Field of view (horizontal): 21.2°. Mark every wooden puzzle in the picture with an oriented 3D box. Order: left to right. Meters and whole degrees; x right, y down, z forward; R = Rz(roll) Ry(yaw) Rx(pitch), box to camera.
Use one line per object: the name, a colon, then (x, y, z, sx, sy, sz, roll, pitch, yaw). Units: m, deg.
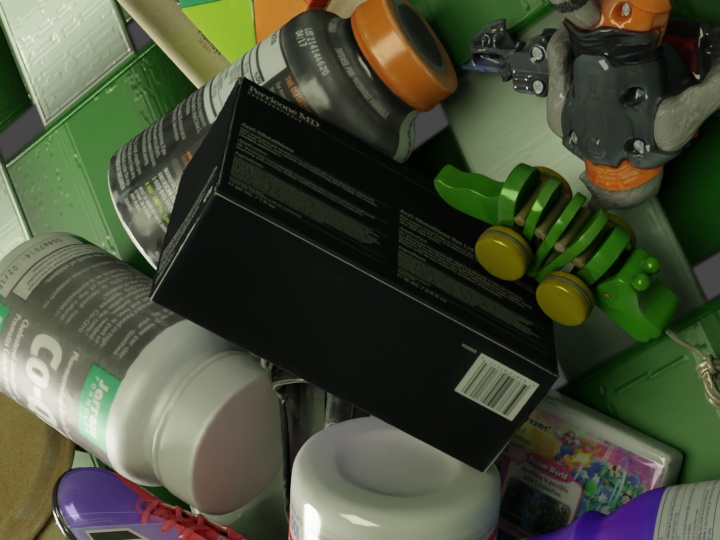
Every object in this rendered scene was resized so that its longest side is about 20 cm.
wooden puzzle: (-0.062, -0.203, 1.177, 0.185, 0.037, 0.200, 47, 117, 26)

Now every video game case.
video game case: (0.071, 0.148, 1.098, 0.199, 0.024, 0.183, 25, 106, 34)

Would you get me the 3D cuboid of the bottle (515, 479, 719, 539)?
bottle: (0.166, 0.150, 0.978, 0.199, 0.084, 0.065, -13, 125, 28)

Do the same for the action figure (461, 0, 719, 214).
action figure: (0.109, -0.118, 1.002, 0.199, 0.105, 0.195, 3, 121, 41)

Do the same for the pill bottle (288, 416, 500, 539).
pill bottle: (0.014, 0.190, 1.043, 0.112, 0.112, 0.201, 21, 120, 34)

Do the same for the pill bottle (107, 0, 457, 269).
pill bottle: (-0.041, -0.078, 1.113, 0.199, 0.106, 0.107, -34, 72, 20)

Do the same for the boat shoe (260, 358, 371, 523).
boat shoe: (-0.024, 0.055, 1.116, 0.073, 0.068, 0.201, -18, 68, 54)

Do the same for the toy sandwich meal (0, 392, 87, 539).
toy sandwich meal: (-0.259, 0.146, 1.285, 0.204, 0.070, 0.206, -13, 52, 16)

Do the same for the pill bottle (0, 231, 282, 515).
pill bottle: (-0.141, 0.064, 1.196, 0.199, 0.113, 0.114, 28, 107, 33)

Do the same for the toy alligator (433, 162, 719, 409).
toy alligator: (0.127, -0.002, 0.995, 0.200, 0.059, 0.054, 36, 148, 4)

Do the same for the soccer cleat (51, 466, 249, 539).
soccer cleat: (-0.089, 0.172, 1.130, 0.200, 0.068, 0.073, 38, 132, -9)

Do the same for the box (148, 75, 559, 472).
box: (0.000, 0.000, 1.014, 0.199, 0.141, 0.079, 28, 119, -12)
